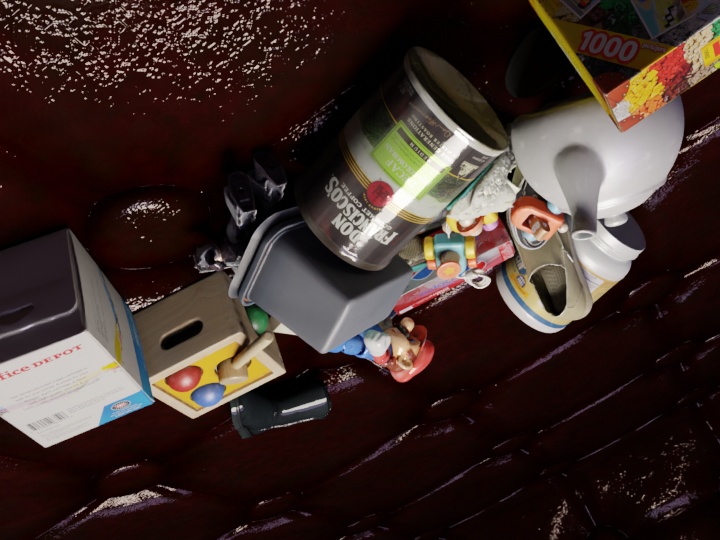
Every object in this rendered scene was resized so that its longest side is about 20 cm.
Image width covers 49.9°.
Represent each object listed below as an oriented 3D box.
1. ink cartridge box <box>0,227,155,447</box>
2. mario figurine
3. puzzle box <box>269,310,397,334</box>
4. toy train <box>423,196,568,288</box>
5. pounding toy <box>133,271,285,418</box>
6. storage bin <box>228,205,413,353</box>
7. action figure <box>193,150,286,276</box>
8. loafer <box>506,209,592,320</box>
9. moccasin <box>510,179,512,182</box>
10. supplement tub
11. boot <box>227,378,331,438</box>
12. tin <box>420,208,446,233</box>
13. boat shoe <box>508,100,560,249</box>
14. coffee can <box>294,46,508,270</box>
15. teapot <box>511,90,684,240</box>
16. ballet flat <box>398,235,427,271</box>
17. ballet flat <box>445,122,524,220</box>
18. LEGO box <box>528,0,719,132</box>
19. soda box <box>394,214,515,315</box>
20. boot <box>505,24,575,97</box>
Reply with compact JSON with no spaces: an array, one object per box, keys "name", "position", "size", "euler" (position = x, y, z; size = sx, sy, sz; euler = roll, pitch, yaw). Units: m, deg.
[{"name":"ink cartridge box","position":[-0.351,0.081,0.891],"size":[0.145,0.146,0.201],"euler":[-20,149,-5]},{"name":"mario figurine","position":[0.026,0.089,1.138],"size":[0.198,0.125,0.106],"euler":[17,137,-27]},{"name":"puzzle box","position":[-0.026,0.058,1.188],"size":[0.198,0.026,0.133],"euler":[13,132,-45]},{"name":"toy train","position":[0.168,-0.033,1.003],"size":[0.149,0.056,0.200],"euler":[25,136,-16]},{"name":"pounding toy","position":[-0.189,0.106,1.039],"size":[0.198,0.144,0.184],"euler":[-26,149,5]},{"name":"storage bin","position":[-0.039,0.015,0.921],"size":[0.199,0.134,0.147],"euler":[-22,147,-56]},{"name":"action figure","position":[-0.137,-0.045,0.918],"size":[0.129,0.070,0.201],"euler":[-28,158,-28]},{"name":"loafer","position":[0.264,-0.020,1.098],"size":[0.075,0.202,0.068],"euler":[-31,173,38]},{"name":"moccasin","position":[0.291,-0.141,1.061],"size":[0.197,0.068,0.081],"euler":[-14,117,5]},{"name":"supplement tub","position":[0.321,-0.015,1.193],"size":[0.143,0.146,0.200],"euler":[7,137,-39]},{"name":"boot","position":[-0.135,0.218,1.301],"size":[0.166,0.077,0.201],"euler":[-15,155,-7]},{"name":"tin","position":[0.089,-0.096,1.025],"size":[0.197,0.042,0.112],"euler":[-17,152,-12]},{"name":"boat shoe","position":[0.241,-0.112,0.997],"size":[0.069,0.067,0.203],"euler":[9,116,-6]},{"name":"coffee can","position":[0.041,-0.119,0.852],"size":[0.145,0.148,0.200],"euler":[13,133,-44]},{"name":"teapot","position":[0.268,-0.123,0.854],"size":[0.197,0.148,0.197],"euler":[-20,-170,-9]},{"name":"ballet flat","position":[0.000,0.000,1.071],"size":[0.198,0.076,0.068],"euler":[-28,174,-13]},{"name":"ballet flat","position":[0.163,-0.110,0.919],"size":[0.201,0.071,0.072],"euler":[-55,177,-46]},{"name":"LEGO box","position":[0.255,-0.258,0.732],"size":[0.148,0.202,0.077],"euler":[-34,148,17]},{"name":"soda box","position":[0.122,-0.016,1.130],"size":[0.198,0.071,0.063],"euler":[-27,153,7]},{"name":"boot","position":[0.281,-0.252,0.916],"size":[0.189,0.069,0.199],"euler":[-47,149,21]}]
